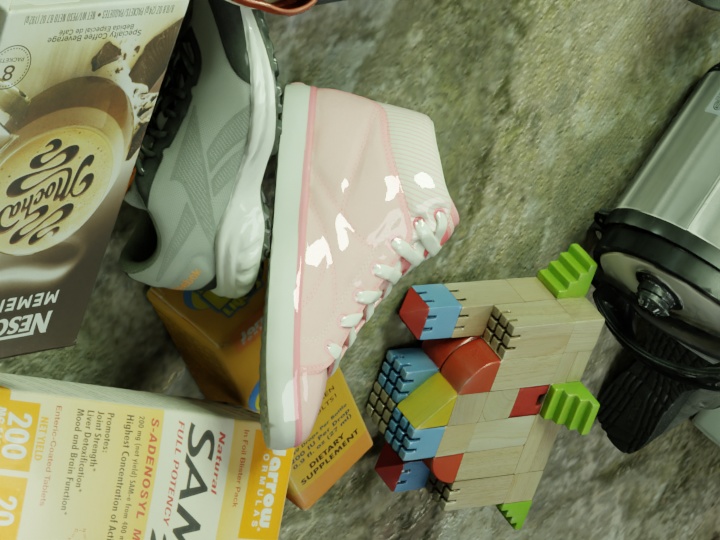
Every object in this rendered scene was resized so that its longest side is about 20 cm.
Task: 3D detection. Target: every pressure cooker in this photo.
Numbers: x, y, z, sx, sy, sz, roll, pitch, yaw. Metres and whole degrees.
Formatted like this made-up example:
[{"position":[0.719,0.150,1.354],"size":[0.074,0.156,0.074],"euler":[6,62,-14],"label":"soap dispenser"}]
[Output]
[{"position":[0.247,-0.017,1.662],"size":[0.201,0.178,0.176],"euler":[-55,-176,-11],"label":"pressure cooker"}]

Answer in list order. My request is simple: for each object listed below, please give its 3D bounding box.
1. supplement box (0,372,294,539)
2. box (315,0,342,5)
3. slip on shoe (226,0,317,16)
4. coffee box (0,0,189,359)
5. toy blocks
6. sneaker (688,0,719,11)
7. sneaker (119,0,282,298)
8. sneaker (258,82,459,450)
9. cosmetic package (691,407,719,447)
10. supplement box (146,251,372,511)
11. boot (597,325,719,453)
[{"position":[-0.140,0.128,1.371],"size":[0.199,0.073,0.127],"euler":[9,92,-38],"label":"supplement box"},{"position":[0.025,-0.215,1.232],"size":[0.157,0.049,0.200],"euler":[-8,148,12],"label":"box"},{"position":[-0.087,-0.178,1.179],"size":[0.200,0.061,0.074],"euler":[33,90,-39],"label":"slip on shoe"},{"position":[-0.171,-0.058,1.212],"size":[0.113,0.080,0.201],"euler":[-12,132,-45],"label":"coffee box"},{"position":[0.069,0.082,1.659],"size":[0.136,0.100,0.201],"euler":[-4,127,-34],"label":"toy blocks"},{"position":[0.259,-0.251,1.558],"size":[0.200,0.075,0.116],"euler":[-42,140,-26],"label":"sneaker"},{"position":[-0.085,-0.071,1.316],"size":[0.079,0.074,0.201],"euler":[-1,123,-14],"label":"sneaker"},{"position":[0.000,0.000,1.370],"size":[0.075,0.104,0.202],"euler":[111,-15,-73],"label":"sneaker"},{"position":[0.360,0.070,2.003],"size":[0.200,0.071,0.101],"euler":[-53,148,6],"label":"cosmetic package"},{"position":[-0.055,0.058,1.490],"size":[0.067,0.069,0.200],"euler":[-43,145,-13],"label":"supplement box"},{"position":[0.262,0.051,1.851],"size":[0.130,0.068,0.200],"euler":[-22,161,-40],"label":"boot"}]
